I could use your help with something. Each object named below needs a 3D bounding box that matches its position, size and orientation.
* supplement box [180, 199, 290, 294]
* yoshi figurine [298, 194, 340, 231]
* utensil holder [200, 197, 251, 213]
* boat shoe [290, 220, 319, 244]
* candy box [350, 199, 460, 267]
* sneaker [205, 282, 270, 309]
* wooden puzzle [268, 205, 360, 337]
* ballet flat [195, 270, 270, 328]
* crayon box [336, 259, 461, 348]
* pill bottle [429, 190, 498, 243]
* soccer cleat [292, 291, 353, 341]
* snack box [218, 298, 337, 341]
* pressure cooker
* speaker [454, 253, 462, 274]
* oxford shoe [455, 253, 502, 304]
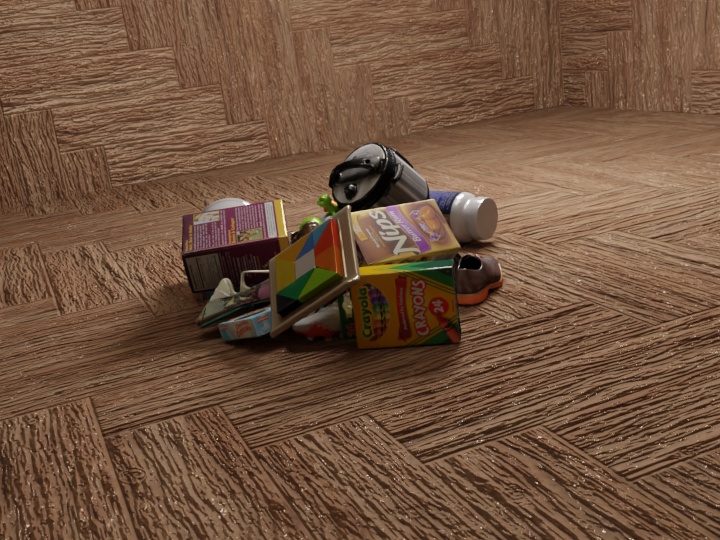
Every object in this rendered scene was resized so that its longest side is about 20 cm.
[{"bbox_3d":[-0.233,-0.046,1.656,0.199,0.104,0.131,-9,40,-3],"label":"supplement box"},{"bbox_3d":[-0.086,-0.100,1.922,0.112,0.113,0.200,-30,11,9],"label":"yoshi figurine"},{"bbox_3d":[-0.279,-0.049,1.844,0.169,0.171,0.200,-8,18,-2],"label":"utensil holder"},{"bbox_3d":[-0.116,-0.049,1.796,0.074,0.075,0.202,-13,-13,-26],"label":"boat shoe"},{"bbox_3d":[0.068,-0.056,1.571,0.199,0.057,0.117,-12,61,-27],"label":"candy box"},{"bbox_3d":[-0.204,0.039,1.667,0.199,0.079,0.090,-5,19,7],"label":"sneaker"},{"bbox_3d":[-0.085,-0.005,1.431,0.185,0.037,0.201,-34,36,23],"label":"wooden puzzle"},{"bbox_3d":[-0.208,0.039,1.554,0.199,0.072,0.069,-20,0,7],"label":"ballet flat"},{"bbox_3d":[0.057,0.057,1.400,0.199,0.128,0.051,-5,15,10],"label":"crayon box"},{"bbox_3d":[0.204,-0.122,1.973,0.199,0.116,0.115,5,20,39],"label":"pill bottle"},{"bbox_3d":[-0.020,0.065,1.477,0.199,0.086,0.069,-9,16,-6],"label":"soccer cleat"},{"bbox_3d":[-0.138,0.074,1.535,0.199,0.037,0.116,-21,5,-40],"label":"snack box"},{"bbox_3d":[0.036,-0.183,1.919,0.176,0.200,0.179,-45,38,14],"label":"pressure cooker"},{"bbox_3d":[0.127,-0.023,1.726,0.081,0.082,0.200,-12,16,-18],"label":"speaker"},{"bbox_3d":[0.222,-0.001,1.620,0.071,0.073,0.200,-1,17,20],"label":"oxford shoe"}]
